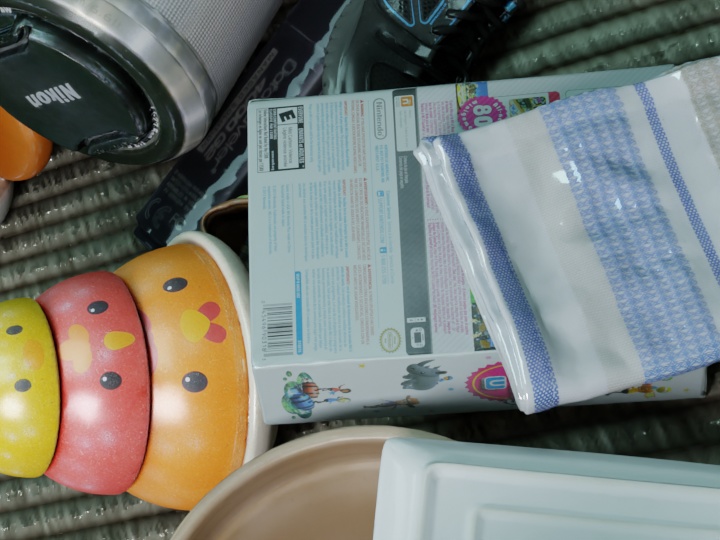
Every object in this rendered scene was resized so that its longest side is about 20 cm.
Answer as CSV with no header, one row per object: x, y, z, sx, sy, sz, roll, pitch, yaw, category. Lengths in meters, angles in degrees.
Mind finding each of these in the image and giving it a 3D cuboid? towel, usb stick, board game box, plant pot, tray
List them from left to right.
-0.050,-0.087,1.314,0.200,0.033,0.055,-52,51,4,usb stick
0.008,0.176,1.045,0.200,0.093,0.201,-5,65,11,plant pot
0.051,-0.011,1.095,0.199,0.064,0.148,-4,58,4,board game box
0.103,0.121,0.988,0.199,0.022,0.108,5,63,4,tray
0.137,-0.026,1.046,0.199,0.024,0.147,-16,60,-5,towel

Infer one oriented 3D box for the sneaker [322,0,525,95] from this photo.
0.037,-0.127,1.233,0.082,0.073,0.201,-6,63,36,sneaker

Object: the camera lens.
-0.120,-0.171,1.312,0.160,0.160,0.200,4,55,42,camera lens

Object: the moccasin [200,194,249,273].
0.001,-0.001,1.187,0.201,0.078,0.074,22,79,44,moccasin

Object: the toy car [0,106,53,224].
-0.236,-0.125,1.426,0.150,0.175,0.200,-18,46,-11,toy car

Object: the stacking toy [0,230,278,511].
-0.152,0.059,1.177,0.146,0.199,0.147,19,111,62,stacking toy
